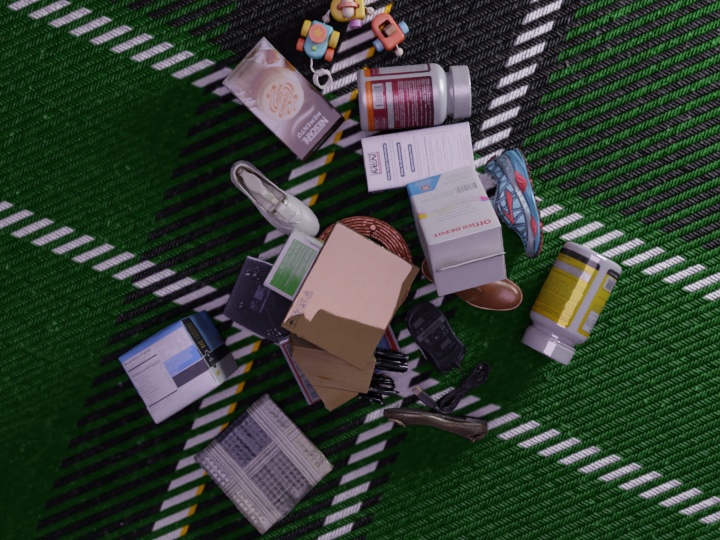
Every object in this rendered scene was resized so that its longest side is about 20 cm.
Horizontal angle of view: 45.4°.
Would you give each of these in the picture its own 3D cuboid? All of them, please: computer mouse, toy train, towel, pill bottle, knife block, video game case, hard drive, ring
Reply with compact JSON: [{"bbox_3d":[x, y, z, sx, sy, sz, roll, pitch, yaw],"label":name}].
[{"bbox_3d":[0.132,0.164,1.589,0.140,0.046,0.200,-45,101,-10],"label":"computer mouse"},{"bbox_3d":[-0.019,-0.427,1.565,0.199,0.056,0.151,-31,91,2],"label":"toy train"},{"bbox_3d":[-0.180,0.363,1.617,0.192,0.035,0.200,-42,89,-1],"label":"towel"},{"bbox_3d":[0.095,-0.311,1.541,0.197,0.110,0.111,-4,92,1],"label":"pill bottle"},{"bbox_3d":[-0.011,0.161,1.544,0.175,0.064,0.201,-32,113,1],"label":"knife block"},{"bbox_3d":[-0.033,0.147,1.578,0.198,0.017,0.144,-24,113,-2],"label":"video game case"},{"bbox_3d":[0.376,0.061,1.551,0.113,0.114,0.202,27,92,0],"label":"pill bottle"},{"bbox_3d":[-0.139,0.064,1.581,0.198,0.042,0.136,25,104,-3],"label":"hard drive"},{"bbox_3d":[0.000,0.000,1.601,0.198,0.019,0.203,0,93,1],"label":"ring"}]

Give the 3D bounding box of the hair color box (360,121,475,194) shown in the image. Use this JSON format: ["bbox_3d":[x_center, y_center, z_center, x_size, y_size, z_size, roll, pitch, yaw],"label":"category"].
[{"bbox_3d":[0.104,-0.204,1.569,0.197,0.061,0.101,-8,92,1],"label":"hair color box"}]

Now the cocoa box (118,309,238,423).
[{"bbox_3d":[-0.316,0.163,1.521,0.133,0.200,0.132,-31,91,3],"label":"cocoa box"}]

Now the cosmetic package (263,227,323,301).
[{"bbox_3d":[-0.056,0.022,1.492,0.199,0.085,0.108,28,97,-6],"label":"cosmetic package"}]

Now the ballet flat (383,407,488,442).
[{"bbox_3d":[0.138,0.285,1.590,0.197,0.067,0.047,9,88,-6],"label":"ballet flat"}]

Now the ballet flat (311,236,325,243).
[{"bbox_3d":[-0.044,-0.015,1.559,0.198,0.071,0.072,17,93,0],"label":"ballet flat"}]

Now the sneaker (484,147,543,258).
[{"bbox_3d":[0.276,-0.115,1.573,0.094,0.079,0.202,-14,84,11],"label":"sneaker"}]

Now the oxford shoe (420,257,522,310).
[{"bbox_3d":[0.205,0.027,1.574,0.198,0.071,0.072,19,91,-2],"label":"oxford shoe"}]

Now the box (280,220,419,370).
[{"bbox_3d":[-0.017,0.044,1.442,0.162,0.021,0.201,28,96,-6],"label":"box"}]

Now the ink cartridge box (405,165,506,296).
[{"bbox_3d":[0.168,-0.061,1.490,0.127,0.201,0.126,-15,133,2],"label":"ink cartridge box"}]

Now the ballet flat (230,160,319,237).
[{"bbox_3d":[-0.161,-0.126,1.575,0.200,0.069,0.070,41,92,-1],"label":"ballet flat"}]

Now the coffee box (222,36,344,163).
[{"bbox_3d":[-0.137,-0.306,1.559,0.200,0.080,0.114,43,93,-1],"label":"coffee box"}]
